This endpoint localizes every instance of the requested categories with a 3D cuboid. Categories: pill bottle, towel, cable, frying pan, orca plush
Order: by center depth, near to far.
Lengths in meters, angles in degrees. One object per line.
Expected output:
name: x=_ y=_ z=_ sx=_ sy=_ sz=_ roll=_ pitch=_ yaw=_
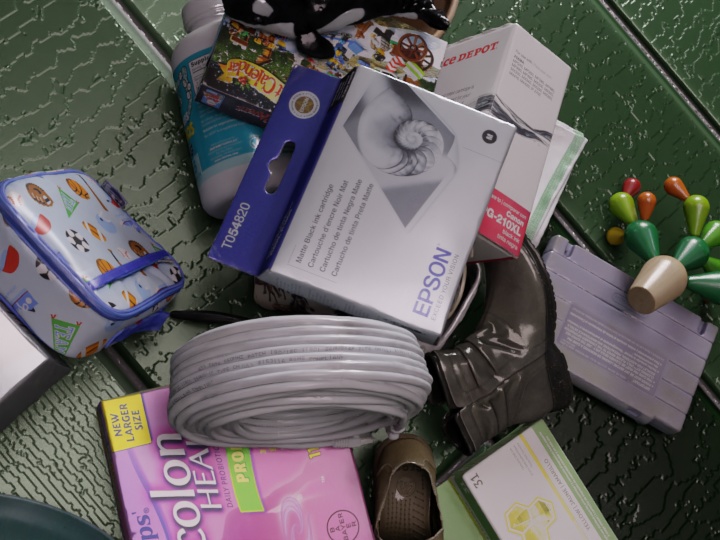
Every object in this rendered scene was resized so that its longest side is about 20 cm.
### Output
cable: x=-0.045 y=0.086 z=0.812 sx=0.200 sy=0.200 sz=0.069 roll=1 pitch=70 yaw=-18
orca plush: x=-0.013 y=-0.239 z=0.922 sx=0.200 sy=0.071 sz=0.105 roll=11 pitch=71 yaw=-18
frying pan: x=-0.071 y=0.053 z=0.966 sx=0.190 sy=0.115 sz=0.031 roll=-1 pitch=93 yaw=-15
pill bottle: x=-0.113 y=-0.156 z=1.005 sx=0.111 sy=0.111 sz=0.200 roll=-10 pitch=79 yaw=-18
towel: x=0.124 y=-0.129 z=1.107 sx=0.200 sy=0.031 sz=0.149 roll=30 pitch=70 yaw=-6

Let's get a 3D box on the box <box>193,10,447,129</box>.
box: x=-0.032 y=-0.179 z=0.959 sx=0.200 sy=0.038 sz=0.137 roll=20 pitch=69 yaw=-14

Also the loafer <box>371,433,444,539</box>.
loafer: x=0.041 y=0.247 z=0.951 sx=0.076 sy=0.067 sz=0.200 roll=-8 pitch=87 yaw=3

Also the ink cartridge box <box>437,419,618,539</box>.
ink cartridge box: x=0.125 y=0.252 z=1.002 sx=0.200 sy=0.048 sz=0.146 roll=-30 pitch=86 yaw=-22

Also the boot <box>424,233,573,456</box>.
boot: x=0.116 y=0.062 z=0.993 sx=0.130 sy=0.068 sz=0.200 roll=-19 pitch=97 yaw=-22

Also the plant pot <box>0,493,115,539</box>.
plant pot: x=-0.288 y=0.274 z=0.820 sx=0.200 sy=0.200 sz=0.134 roll=16 pitch=100 yaw=-11

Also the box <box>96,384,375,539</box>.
box: x=-0.110 y=0.179 z=0.928 sx=0.200 sy=0.097 sz=0.176 roll=-11 pitch=80 yaw=-17

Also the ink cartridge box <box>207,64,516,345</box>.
ink cartridge box: x=0.003 y=-0.065 z=0.872 sx=0.200 sy=0.041 sz=0.200 roll=20 pitch=71 yaw=3

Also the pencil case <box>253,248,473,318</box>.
pencil case: x=0.000 y=0.000 z=0.957 sx=0.078 sy=0.200 sz=0.090 roll=53 pitch=51 yaw=-46

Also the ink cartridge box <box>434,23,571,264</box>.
ink cartridge box: x=0.098 y=-0.111 z=1.001 sx=0.084 sy=0.145 sz=0.200 roll=29 pitch=70 yaw=-30

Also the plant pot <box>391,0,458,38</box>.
plant pot: x=-0.010 y=-0.276 z=1.071 sx=0.200 sy=0.093 sz=0.201 roll=4 pitch=73 yaw=-14

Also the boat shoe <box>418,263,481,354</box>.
boat shoe: x=0.042 y=0.058 z=1.017 sx=0.074 sy=0.065 sz=0.200 roll=39 pitch=69 yaw=-3

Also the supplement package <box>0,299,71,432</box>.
supplement package: x=-0.361 y=0.053 z=0.853 sx=0.152 sy=0.151 sz=0.200 roll=-43 pitch=90 yaw=-12

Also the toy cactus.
toy cactus: x=0.316 y=-0.005 z=1.086 sx=0.200 sy=0.102 sz=0.165 roll=45 pitch=51 yaw=14

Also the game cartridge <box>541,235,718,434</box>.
game cartridge: x=0.255 y=0.067 z=1.092 sx=0.200 sy=0.038 sz=0.130 roll=30 pitch=75 yaw=-6

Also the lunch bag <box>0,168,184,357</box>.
lunch bag: x=-0.230 y=-0.008 z=0.898 sx=0.160 sy=0.200 sz=0.076 roll=45 pitch=104 yaw=1
